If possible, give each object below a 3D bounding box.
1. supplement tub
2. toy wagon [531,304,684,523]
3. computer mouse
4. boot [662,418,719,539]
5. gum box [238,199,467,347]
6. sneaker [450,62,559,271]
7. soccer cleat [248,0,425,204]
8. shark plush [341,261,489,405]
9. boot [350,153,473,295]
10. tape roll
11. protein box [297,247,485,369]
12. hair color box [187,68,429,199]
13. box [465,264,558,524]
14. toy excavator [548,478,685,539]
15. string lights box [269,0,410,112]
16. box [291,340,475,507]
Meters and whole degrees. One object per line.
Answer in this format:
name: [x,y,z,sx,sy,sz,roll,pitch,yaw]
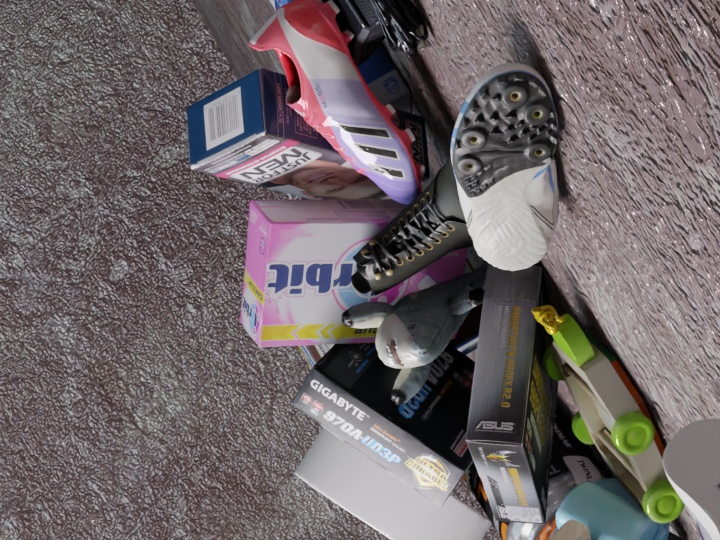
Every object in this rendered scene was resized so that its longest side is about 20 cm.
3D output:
supplement tub: [0.178,0.213,1.643,0.200,0.122,0.123,54,173,49]
toy wagon: [0.193,0.106,1.306,0.201,0.039,0.155,63,175,-25]
computer mouse: [0.000,-0.222,1.340,0.139,0.053,0.200,53,168,-2]
boot: [0.248,0.170,0.966,0.091,0.073,0.200,54,-173,-28]
gum box: [0.000,0.000,1.458,0.066,0.199,0.114,-134,47,-61]
sneaker: [0.095,-0.076,1.084,0.200,0.071,0.073,80,-173,-59]
soccer cleat: [-0.017,-0.130,1.352,0.201,0.076,0.067,60,169,-24]
shark plush: [0.077,0.043,1.393,0.083,0.199,0.091,-30,83,41]
boot: [0.054,-0.034,1.330,0.078,0.138,0.200,58,175,16]
tape roll: [0.032,0.231,1.681,0.202,0.071,0.202,32,175,3]
protein box: [0.035,0.047,1.686,0.135,0.199,0.199,60,176,7]
hair color box: [-0.043,-0.111,1.437,0.199,0.100,0.061,11,-113,-43]
box: [0.134,0.110,1.408,0.200,0.048,0.159,69,-152,-60]
toy excavator: [0.179,0.228,1.330,0.099,0.195,0.201,25,149,27]
string lights box: [-0.027,-0.221,1.569,0.201,0.059,0.103,60,175,12]
box: [0.043,0.114,1.479,0.159,0.046,0.200,34,-156,7]
